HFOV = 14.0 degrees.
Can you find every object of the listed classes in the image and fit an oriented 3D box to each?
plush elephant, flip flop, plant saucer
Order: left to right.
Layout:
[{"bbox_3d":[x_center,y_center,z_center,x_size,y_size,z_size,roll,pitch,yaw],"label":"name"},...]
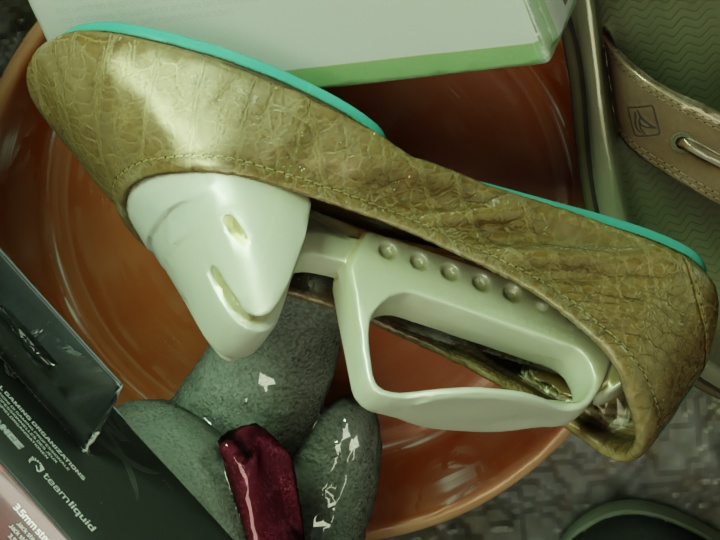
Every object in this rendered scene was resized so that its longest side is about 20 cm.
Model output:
[{"bbox_3d":[-0.039,0.110,0.811,0.155,0.165,0.200,45,131,31],"label":"plush elephant"},{"bbox_3d":[-0.015,-0.015,0.870,0.200,0.032,0.201,1,111,3],"label":"plant saucer"},{"bbox_3d":[0.103,-0.051,0.820,0.081,0.058,0.200,-25,107,-32],"label":"flip flop"}]

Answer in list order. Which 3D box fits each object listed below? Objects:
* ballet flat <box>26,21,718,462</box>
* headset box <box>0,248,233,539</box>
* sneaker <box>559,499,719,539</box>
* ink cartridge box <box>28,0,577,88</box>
[{"bbox_3d":[0.000,0.000,0.774,0.200,0.072,0.068,23,148,-12],"label":"ballet flat"},{"bbox_3d":[-0.140,0.072,0.716,0.200,0.075,0.149,-42,88,18],"label":"headset box"},{"bbox_3d":[0.146,0.148,0.878,0.200,0.106,0.075,22,111,-4],"label":"sneaker"},{"bbox_3d":[-0.041,-0.134,0.736,0.145,0.048,0.200,-4,127,27],"label":"ink cartridge box"}]
